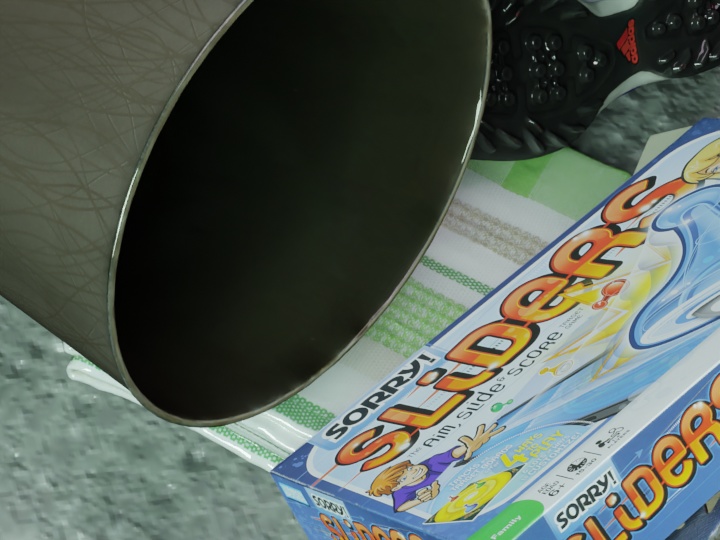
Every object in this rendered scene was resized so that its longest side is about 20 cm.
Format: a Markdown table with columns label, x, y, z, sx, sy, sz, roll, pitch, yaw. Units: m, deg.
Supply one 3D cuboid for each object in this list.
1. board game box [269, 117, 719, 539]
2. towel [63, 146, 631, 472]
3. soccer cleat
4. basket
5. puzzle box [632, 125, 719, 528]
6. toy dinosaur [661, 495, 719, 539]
| label | x | y | z | sx | sy | sz | roll | pitch | yaw |
| --- | --- | --- | --- | --- | --- | --- | --- | --- | --- |
| board game box | 0.084 | 0.026 | 0.815 | 0.200 | 0.035 | 0.135 | -39 | 23 | -21 |
| towel | 0.000 | 0.000 | 0.942 | 0.149 | 0.031 | 0.200 | 28 | 44 | 8 |
| soccer cleat | 0.068 | -0.089 | 1.007 | 0.073 | 0.068 | 0.200 | 10 | 24 | 45 |
| basket | -0.087 | -0.059 | 0.864 | 0.200 | 0.136 | 0.180 | 22 | 61 | 37 |
| puzzle box | 0.134 | 0.011 | 0.906 | 0.133 | 0.025 | 0.200 | -11 | 36 | 34 |
| toy dinosaur | 0.155 | 0.135 | 0.781 | 0.182 | 0.105 | 0.200 | 50 | 61 | -24 |
